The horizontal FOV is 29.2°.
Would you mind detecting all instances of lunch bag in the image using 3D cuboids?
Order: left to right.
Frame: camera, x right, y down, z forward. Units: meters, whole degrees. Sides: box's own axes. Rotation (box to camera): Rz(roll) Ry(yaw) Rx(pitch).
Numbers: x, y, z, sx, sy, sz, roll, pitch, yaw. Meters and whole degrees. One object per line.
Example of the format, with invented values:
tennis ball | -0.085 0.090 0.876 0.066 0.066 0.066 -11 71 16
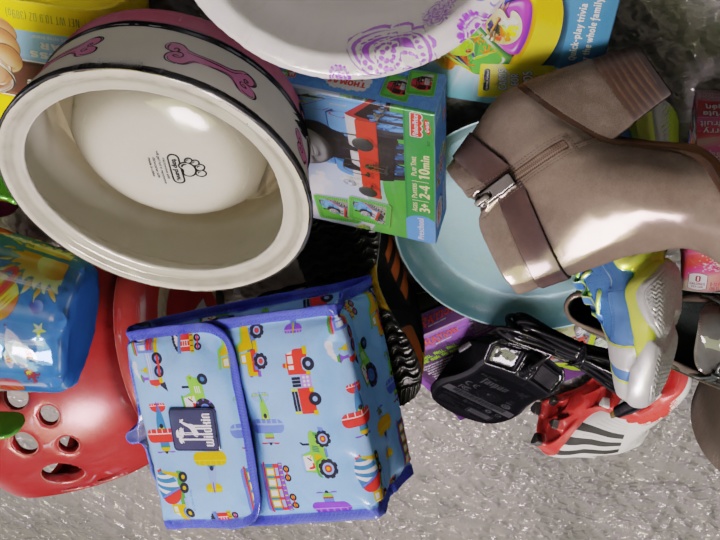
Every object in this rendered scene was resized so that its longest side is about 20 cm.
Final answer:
lunch bag | -0.078 0.100 0.994 0.197 0.094 0.153 -10 99 20

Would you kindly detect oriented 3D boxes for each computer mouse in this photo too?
computer mouse | 0.143 0.081 1.074 0.139 0.047 0.200 22 154 -8

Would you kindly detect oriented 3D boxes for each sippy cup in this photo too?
sippy cup | -0.259 0.028 0.984 0.128 0.141 0.178 10 152 3

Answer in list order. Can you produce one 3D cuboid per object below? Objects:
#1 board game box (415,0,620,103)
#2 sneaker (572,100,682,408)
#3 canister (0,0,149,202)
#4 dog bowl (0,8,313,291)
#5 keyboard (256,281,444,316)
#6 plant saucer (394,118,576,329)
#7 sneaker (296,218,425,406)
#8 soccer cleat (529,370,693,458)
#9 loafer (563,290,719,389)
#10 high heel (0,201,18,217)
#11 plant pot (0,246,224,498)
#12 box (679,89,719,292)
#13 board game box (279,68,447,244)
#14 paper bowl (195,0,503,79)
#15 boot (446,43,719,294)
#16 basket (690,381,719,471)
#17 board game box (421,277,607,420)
board game box | 0.057 -0.173 0.845 0.197 0.047 0.152 8 144 3
sneaker | 0.155 -0.013 0.904 0.104 0.203 0.076 1 170 22
canister | -0.210 -0.136 0.935 0.146 0.087 0.201 10 143 2
dog bowl | -0.120 -0.076 0.858 0.197 0.074 0.201 8 142 6
keyboard | -0.012 0.027 1.143 0.197 0.040 0.104 -12 150 8
plant saucer | 0.123 -0.038 1.002 0.197 0.028 0.202 5 132 5
sneaker | 0.000 0.000 1.044 0.069 0.090 0.203 -16 98 12
soccer cleat | 0.227 0.118 1.187 0.084 0.069 0.200 18 148 -25
loafer | 0.227 0.046 0.935 0.062 0.073 0.199 -1 -170 -45
high heel | -0.324 -0.113 1.014 0.200 0.068 0.096 42 146 -17
plant pot | -0.210 0.071 1.128 0.180 0.202 0.201 -15 138 19
box | 0.311 -0.047 0.900 0.197 0.096 0.100 4 136 9
board game box | -0.041 -0.090 0.923 0.197 0.037 0.152 13 151 11
paper bowl | -0.003 -0.204 0.723 0.197 0.104 0.204 1 100 4
boot | 0.150 -0.032 0.837 0.146 0.201 0.070 -36 166 15
basket | 0.335 0.076 1.043 0.178 0.138 0.201 9 148 -5
board game box | 0.134 0.053 1.127 0.198 0.033 0.120 -24 137 27
